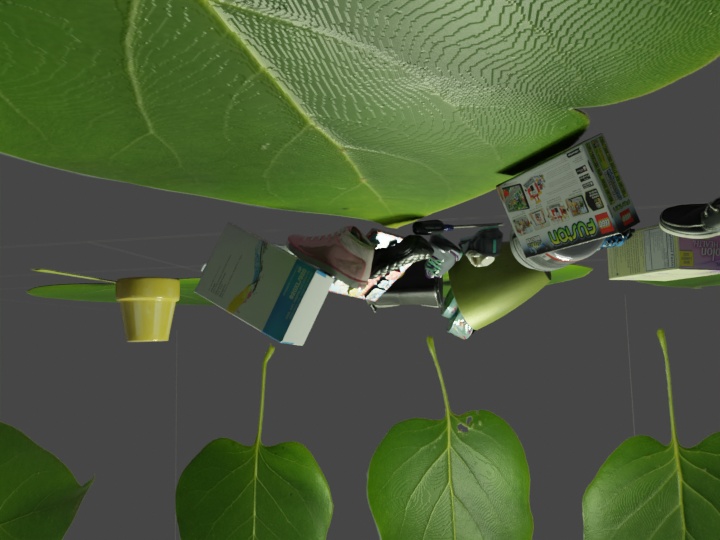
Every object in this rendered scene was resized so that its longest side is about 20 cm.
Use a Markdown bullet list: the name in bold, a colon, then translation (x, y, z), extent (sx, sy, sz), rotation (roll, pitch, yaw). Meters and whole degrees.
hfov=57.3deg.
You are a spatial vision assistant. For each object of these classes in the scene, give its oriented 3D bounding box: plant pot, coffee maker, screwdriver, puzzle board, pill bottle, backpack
- **plant pot**: translation (-0.669, 0.126, 2.078), extent (0.194, 0.195, 0.201), rotation (-2, 174, 0)
- **coffee maker**: translation (0.110, 0.032, 1.696), extent (0.194, 0.139, 0.192), rotation (-4, 172, 15)
- **screwdriver**: translation (0.188, -0.079, 1.237), extent (0.194, 0.030, 0.028), rotation (1, 155, -18)
- **puzzle board**: translation (0.030, -0.004, 1.388), extent (0.148, 0.018, 0.200), rotation (12, 135, -35)
- **plant pot**: translation (0.324, 0.013, 1.497), extent (0.196, 0.192, 0.186), rotation (-21, 165, 25)
- **pill bottle**: translation (0.299, -0.062, 1.028), extent (0.112, 0.120, 0.200), rotation (-1, 174, 0)
- **backpack**: translation (0.374, 0.140, 2.389), extent (0.147, 0.205, 0.178), rotation (18, 174, -1)

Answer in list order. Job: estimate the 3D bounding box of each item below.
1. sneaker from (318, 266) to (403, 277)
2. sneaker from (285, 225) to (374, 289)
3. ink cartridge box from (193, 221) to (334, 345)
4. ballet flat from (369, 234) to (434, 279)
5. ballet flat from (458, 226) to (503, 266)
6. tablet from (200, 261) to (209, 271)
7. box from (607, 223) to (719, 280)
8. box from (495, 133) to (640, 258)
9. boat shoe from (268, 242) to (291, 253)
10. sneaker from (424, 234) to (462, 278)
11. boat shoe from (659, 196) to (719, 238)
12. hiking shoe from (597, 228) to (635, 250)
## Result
- **sneaker**: translation (0.000, 0.000, 1.480), extent (0.194, 0.076, 0.082), rotation (1, 176, -12)
- **sneaker**: translation (-0.054, -0.052, 1.290), extent (0.197, 0.107, 0.075), rotation (29, -163, 26)
- **ink cartridge box**: translation (-0.176, 0.027, 1.234), extent (0.196, 0.148, 0.147), rotation (27, 178, 13)
- **ballet flat**: translation (0.061, -0.015, 1.273), extent (0.056, 0.068, 0.198), rotation (32, 150, -25)
- **ballet flat**: translation (0.240, -0.043, 1.326), extent (0.071, 0.076, 0.200), rotation (-1, 177, -4)
- **tablet**: translation (-0.326, -0.010, 1.767), extent (0.194, 0.014, 0.130), rotation (0, 173, -18)
- **box**: translation (0.657, -0.038, 1.398), extent (0.171, 0.100, 0.199), rotation (1, 174, -21)
- **box**: translation (0.251, -0.086, 0.831), extent (0.034, 0.113, 0.199), rotation (-24, -179, -19)
- **boat shoe**: translation (-0.190, -0.010, 1.416), extent (0.073, 0.089, 0.201), rotation (8, 175, -25)
- **sneaker**: translation (0.168, -0.020, 1.390), extent (0.074, 0.089, 0.200), rotation (36, -176, 16)
- **boat shoe**: translation (0.599, -0.098, 1.096), extent (0.196, 0.073, 0.068), rotation (2, 141, 39)
- **hiking shoe**: translation (0.439, -0.076, 1.194), extent (0.085, 0.077, 0.198), rotation (-14, 178, 30)
